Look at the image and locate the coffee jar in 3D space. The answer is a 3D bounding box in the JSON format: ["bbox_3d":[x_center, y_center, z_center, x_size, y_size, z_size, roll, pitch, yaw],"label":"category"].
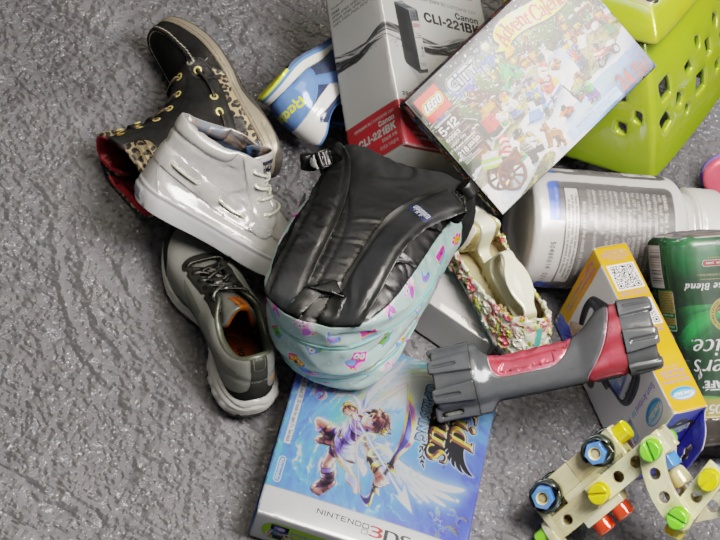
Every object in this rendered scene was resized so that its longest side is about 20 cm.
[{"bbox_3d":[0.318,0.065,1.547,0.103,0.085,0.203,-5,94,-13],"label":"coffee jar"}]

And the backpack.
[{"bbox_3d":[0.000,0.000,1.477,0.165,0.127,0.201,14,52,22],"label":"backpack"}]

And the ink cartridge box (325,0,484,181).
[{"bbox_3d":[0.055,-0.189,1.654,0.143,0.083,0.202,7,65,-40],"label":"ink cartridge box"}]

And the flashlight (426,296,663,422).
[{"bbox_3d":[0.156,0.072,1.462,0.197,0.069,0.068,-11,35,7],"label":"flashlight"}]

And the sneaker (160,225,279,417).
[{"bbox_3d":[-0.119,0.028,1.509,0.073,0.080,0.201,-14,56,-22],"label":"sneaker"}]

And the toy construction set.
[{"bbox_3d":[0.217,0.207,1.444,0.200,0.092,0.132,-40,79,5],"label":"toy construction set"}]

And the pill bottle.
[{"bbox_3d":[0.244,-0.036,1.634,0.197,0.114,0.115,4,54,-12],"label":"pill bottle"}]

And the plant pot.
[{"bbox_3d":[0.251,-0.238,1.703,0.198,0.183,0.199,21,47,26],"label":"plant pot"}]

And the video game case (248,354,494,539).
[{"bbox_3d":[0.016,0.161,1.473,0.179,0.046,0.202,18,52,-3],"label":"video game case"}]

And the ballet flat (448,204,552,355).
[{"bbox_3d":[0.118,-0.009,1.548,0.075,0.064,0.201,-19,61,-27],"label":"ballet flat"}]

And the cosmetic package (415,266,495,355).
[{"bbox_3d":[0.053,0.001,1.594,0.199,0.051,0.083,34,54,10],"label":"cosmetic package"}]

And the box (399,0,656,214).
[{"bbox_3d":[0.152,-0.169,1.560,0.200,0.038,0.137,-44,98,-5],"label":"box"}]

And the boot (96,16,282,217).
[{"bbox_3d":[-0.183,-0.145,1.623,0.150,0.073,0.201,-27,71,-30],"label":"boot"}]

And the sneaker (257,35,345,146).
[{"bbox_3d":[-0.017,-0.188,1.700,0.082,0.074,0.200,49,50,2],"label":"sneaker"}]

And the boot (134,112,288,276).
[{"bbox_3d":[-0.097,-0.063,1.533,0.199,0.096,0.074,26,18,-25],"label":"boot"}]

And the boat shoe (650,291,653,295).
[{"bbox_3d":[0.331,0.048,1.625,0.197,0.069,0.073,6,54,-11],"label":"boat shoe"}]

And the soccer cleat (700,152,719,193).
[{"bbox_3d":[0.438,-0.110,1.783,0.197,0.067,0.077,-9,26,-14],"label":"soccer cleat"}]

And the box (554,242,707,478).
[{"bbox_3d":[0.244,0.091,1.539,0.041,0.120,0.202,-7,57,-20],"label":"box"}]
